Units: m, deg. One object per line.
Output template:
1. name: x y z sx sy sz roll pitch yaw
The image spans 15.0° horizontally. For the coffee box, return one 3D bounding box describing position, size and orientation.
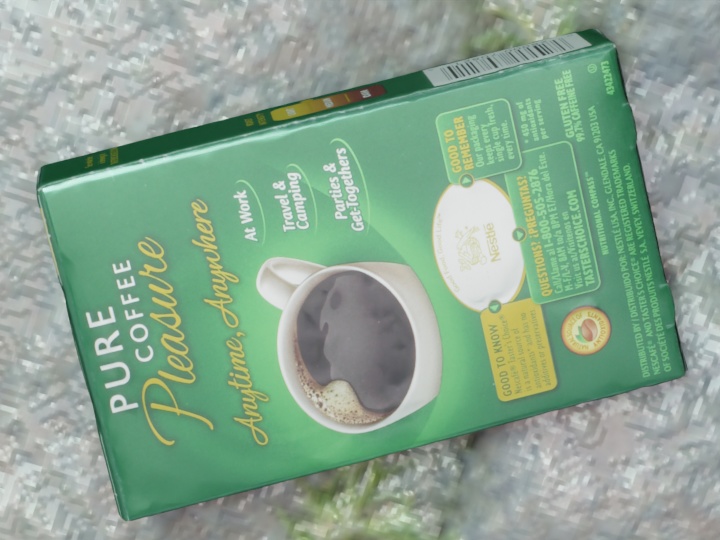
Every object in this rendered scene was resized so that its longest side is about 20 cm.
1. coffee box: 0.000 0.000 0.918 0.199 0.044 0.124 -15 106 -2
